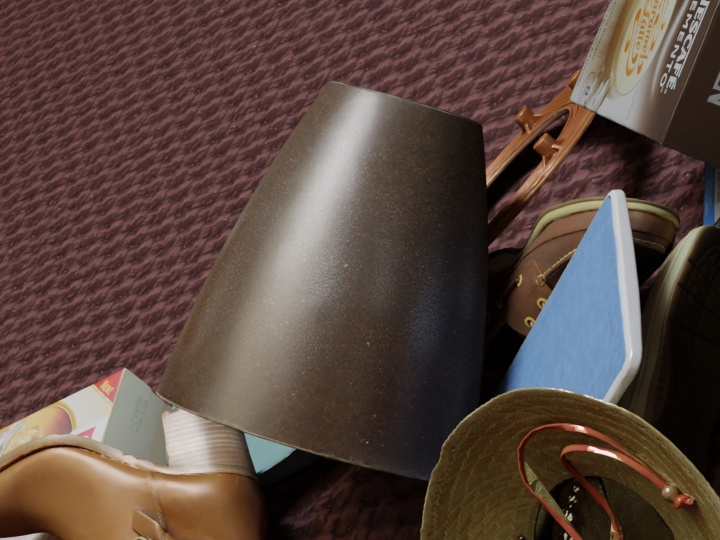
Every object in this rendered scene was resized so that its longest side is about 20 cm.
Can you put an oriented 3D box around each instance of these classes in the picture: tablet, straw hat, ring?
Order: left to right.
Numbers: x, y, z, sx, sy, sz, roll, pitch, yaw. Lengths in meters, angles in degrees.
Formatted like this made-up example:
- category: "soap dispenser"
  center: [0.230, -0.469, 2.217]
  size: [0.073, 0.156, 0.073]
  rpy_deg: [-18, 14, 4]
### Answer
- category: "ring"
  center: [0.085, -0.055, 1.481]
  size: [0.200, 0.019, 0.200]
  rpy_deg: [-49, 7, 8]
- category: "tablet"
  center: [0.106, 0.066, 1.264]
  size: [0.130, 0.014, 0.200]
  rpy_deg: [-90, 19, -44]
- category: "straw hat"
  center: [0.129, 0.132, 1.129]
  size: [0.201, 0.201, 0.085]
  rpy_deg: [-20, 9, 41]

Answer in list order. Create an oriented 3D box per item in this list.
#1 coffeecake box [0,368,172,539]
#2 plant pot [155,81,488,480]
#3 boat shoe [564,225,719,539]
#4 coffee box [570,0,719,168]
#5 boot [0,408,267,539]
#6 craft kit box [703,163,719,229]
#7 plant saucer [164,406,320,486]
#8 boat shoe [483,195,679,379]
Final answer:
- category: "coffeecake box"
  center: [-0.224, 0.176, 1.632]
  size: [0.200, 0.073, 0.154]
  rpy_deg: [-26, 35, 34]
- category: "plant pot"
  center: [0.000, 0.000, 1.353]
  size: [0.187, 0.187, 0.200]
  rpy_deg: [19, 93, 60]
- category: "boat shoe"
  center: [0.155, 0.064, 1.251]
  size: [0.065, 0.072, 0.200]
  rpy_deg: [-13, 48, 45]
- category: "coffee box"
  center: [0.191, -0.119, 1.277]
  size: [0.200, 0.080, 0.114]
  rpy_deg: [-132, 62, -77]
- category: "boot"
  center: [-0.151, 0.179, 1.461]
  size: [0.200, 0.077, 0.155]
  rpy_deg: [-14, 62, 7]
- category: "craft kit box"
  center: [0.258, -0.138, 1.313]
  size: [0.200, 0.048, 0.198]
  rpy_deg: [-80, 15, -45]
- category: "plant saucer"
  center: [-0.045, 0.071, 1.556]
  size: [0.200, 0.036, 0.200]
  rpy_deg: [-34, 31, 23]
- category: "boat shoe"
  center: [0.119, 0.012, 1.349]
  size: [0.200, 0.072, 0.068]
  rpy_deg: [145, 137, -59]
